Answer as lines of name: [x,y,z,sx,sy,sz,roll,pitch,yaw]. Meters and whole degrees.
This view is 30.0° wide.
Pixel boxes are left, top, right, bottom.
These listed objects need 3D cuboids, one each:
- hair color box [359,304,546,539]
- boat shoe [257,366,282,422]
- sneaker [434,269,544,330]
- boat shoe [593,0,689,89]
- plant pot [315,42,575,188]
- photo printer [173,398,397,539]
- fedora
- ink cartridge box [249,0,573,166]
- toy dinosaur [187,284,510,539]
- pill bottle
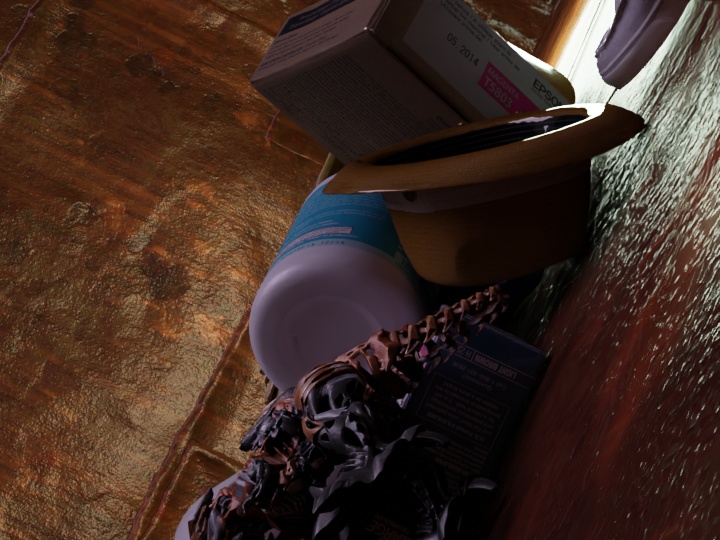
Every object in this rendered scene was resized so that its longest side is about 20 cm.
hair color box: [0.031,0.121,0.751,0.100,0.060,0.200,18,-83,-89]
boat shoe: [-0.045,0.086,1.025,0.074,0.069,0.200,-35,-3,12]
sneaker: [0.077,0.033,0.974,0.200,0.078,0.070,-30,36,49]
boat shoe: [0.181,-0.204,0.813,0.072,0.068,0.200,-63,-2,-48]
plant pot: [0.105,-0.142,1.350,0.200,0.194,0.196,-48,-13,-52]
photo printer: [-0.035,0.148,0.908,0.200,0.070,0.166,-31,-7,-19]
fedora: [0.077,-0.042,0.794,0.201,0.200,0.082,-61,-43,-75]
ink cartridge box: [0.046,-0.116,0.965,0.165,0.200,0.075,-10,46,55]
toy dinosaur: [-0.007,0.085,0.667,0.200,0.102,0.136,-63,35,16]
pill bottle: [0.000,0.000,0.898,0.200,0.111,0.111,-70,4,-61]
